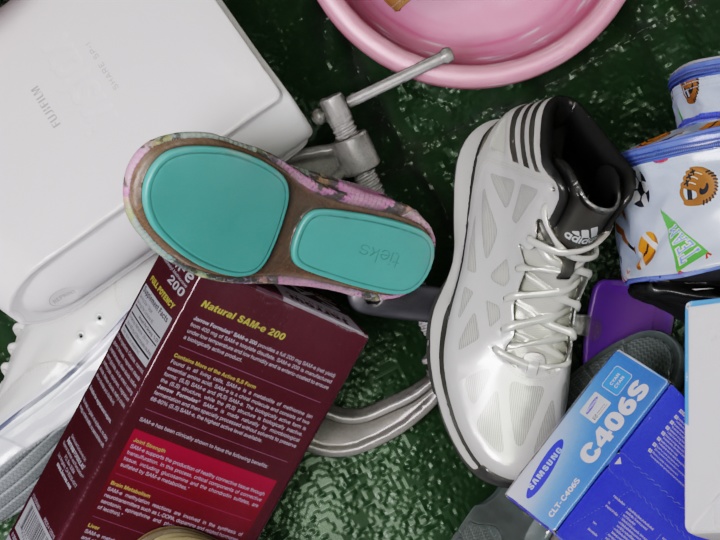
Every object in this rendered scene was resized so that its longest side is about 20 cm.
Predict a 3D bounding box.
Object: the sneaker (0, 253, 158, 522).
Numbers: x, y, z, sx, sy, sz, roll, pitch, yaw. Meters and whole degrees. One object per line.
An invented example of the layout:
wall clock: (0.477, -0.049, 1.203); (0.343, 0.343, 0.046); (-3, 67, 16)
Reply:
sneaker: (-0.169, 0.063, 0.997); (0.200, 0.073, 0.071); (-42, 65, -3)

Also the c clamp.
c clamp: (0.000, 0.000, 0.994); (0.170, 0.027, 0.201); (-18, 102, 2)

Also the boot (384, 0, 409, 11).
boot: (0.035, -0.251, 0.957); (0.200, 0.077, 0.155); (-44, 96, -13)

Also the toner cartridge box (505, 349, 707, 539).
toner cartridge box: (0.168, 0.132, 0.945); (0.095, 0.043, 0.200); (-52, 130, -4)

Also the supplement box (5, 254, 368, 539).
supplement box: (-0.094, 0.092, 0.953); (0.108, 0.061, 0.201); (25, 100, -30)

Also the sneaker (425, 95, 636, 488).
sneaker: (0.087, 0.006, 0.918); (0.075, 0.115, 0.202); (5, 77, -16)

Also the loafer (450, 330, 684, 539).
loafer: (0.118, 0.121, 0.990); (0.063, 0.072, 0.200); (33, 99, -39)

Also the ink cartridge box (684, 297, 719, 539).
ink cartridge box: (0.243, 0.089, 0.925); (0.068, 0.200, 0.117); (-9, 72, 38)

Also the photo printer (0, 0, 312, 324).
photo printer: (-0.148, -0.079, 0.970); (0.199, 0.069, 0.167); (-34, 64, 0)

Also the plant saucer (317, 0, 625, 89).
plant saucer: (0.061, -0.200, 1.015); (0.199, 0.051, 0.202); (0, 88, -1)

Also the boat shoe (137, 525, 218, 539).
boat shoe: (-0.035, 0.194, 0.949); (0.199, 0.068, 0.072); (21, 101, -31)

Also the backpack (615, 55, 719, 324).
backpack: (0.224, -0.044, 0.947); (0.189, 0.200, 0.155); (-14, 81, 2)

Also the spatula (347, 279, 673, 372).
spatula: (0.086, 0.025, 0.989); (0.199, 0.021, 0.057); (7, 91, -17)

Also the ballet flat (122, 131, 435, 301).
ballet flat: (-0.049, -0.029, 0.904); (0.199, 0.071, 0.069); (13, 103, -41)
